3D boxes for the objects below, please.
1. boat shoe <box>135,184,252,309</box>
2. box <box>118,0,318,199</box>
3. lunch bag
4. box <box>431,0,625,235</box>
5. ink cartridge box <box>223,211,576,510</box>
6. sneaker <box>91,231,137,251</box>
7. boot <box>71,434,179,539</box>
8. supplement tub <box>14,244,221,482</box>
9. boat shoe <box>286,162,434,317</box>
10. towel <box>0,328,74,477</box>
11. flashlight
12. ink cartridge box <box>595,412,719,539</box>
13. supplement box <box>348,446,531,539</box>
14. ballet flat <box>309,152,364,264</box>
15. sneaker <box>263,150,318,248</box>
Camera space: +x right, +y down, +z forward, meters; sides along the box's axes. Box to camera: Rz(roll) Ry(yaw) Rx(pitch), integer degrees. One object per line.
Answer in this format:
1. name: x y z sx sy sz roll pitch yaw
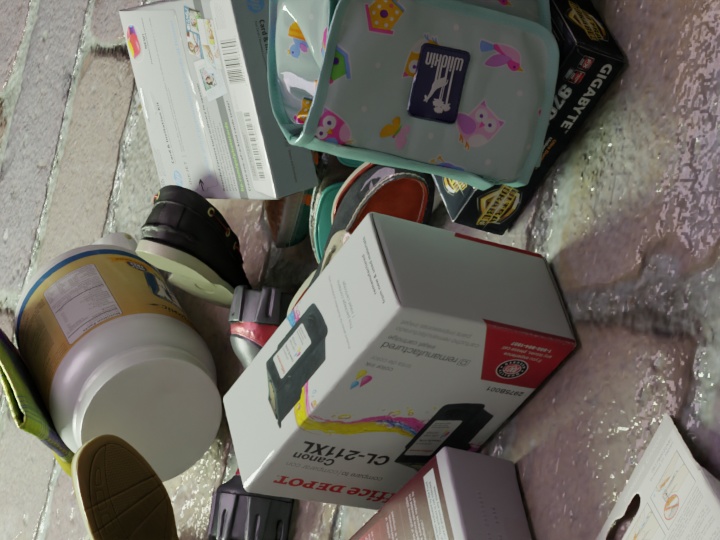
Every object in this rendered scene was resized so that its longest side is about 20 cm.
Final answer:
1. boat shoe: -0.123 -0.012 1.498 0.073 0.201 0.063 15 77 15
2. box: -0.111 -0.133 1.413 0.200 0.041 0.157 3 108 59
3. lunch bag: 0.032 -0.154 1.185 0.122 0.170 0.201 -40 46 54
4. box: 0.092 -0.150 1.297 0.159 0.046 0.200 -56 36 30
5. ink cartridge box: 0.022 0.068 1.225 0.200 0.145 0.083 -52 41 35
6. sneaker: -0.256 0.060 1.765 0.200 0.073 0.116 -56 33 16
7. boot: -0.198 0.221 1.519 0.154 0.072 0.201 1 121 62
8. supplement tub: -0.208 0.080 1.597 0.145 0.144 0.200 -65 33 17
9. boat shoe: 0.000 0.000 1.358 0.063 0.071 0.200 -97 30 -50
10. towel: -0.293 0.103 1.602 0.144 0.023 0.200 57 174 18
11. flashlight: -0.082 0.114 1.453 0.068 0.068 0.201 -5 73 57
12. ink cartridge box: 0.177 0.195 1.034 0.200 0.050 0.161 -102 37 -68
13. supplement box: 0.033 0.218 1.227 0.200 0.061 0.109 -47 40 37
14. ballet flat: 0.000 -0.083 1.371 0.072 0.072 0.201 -114 21 -46
15. sneaker: -0.026 -0.089 1.454 0.200 0.080 0.072 109 151 -50
